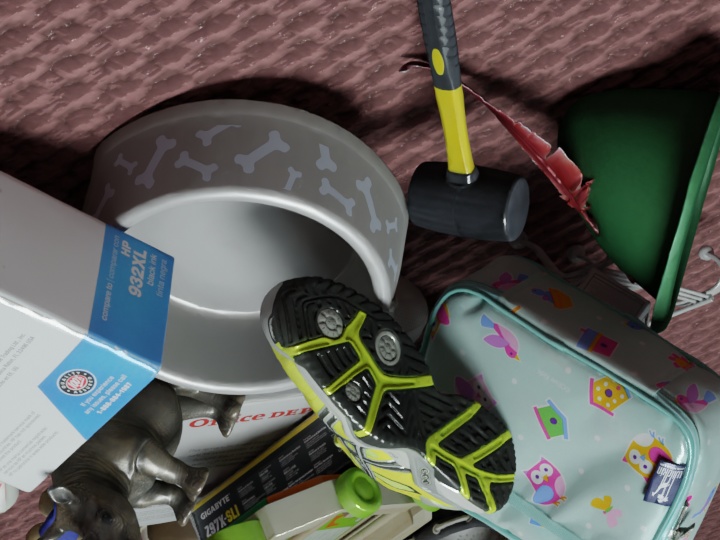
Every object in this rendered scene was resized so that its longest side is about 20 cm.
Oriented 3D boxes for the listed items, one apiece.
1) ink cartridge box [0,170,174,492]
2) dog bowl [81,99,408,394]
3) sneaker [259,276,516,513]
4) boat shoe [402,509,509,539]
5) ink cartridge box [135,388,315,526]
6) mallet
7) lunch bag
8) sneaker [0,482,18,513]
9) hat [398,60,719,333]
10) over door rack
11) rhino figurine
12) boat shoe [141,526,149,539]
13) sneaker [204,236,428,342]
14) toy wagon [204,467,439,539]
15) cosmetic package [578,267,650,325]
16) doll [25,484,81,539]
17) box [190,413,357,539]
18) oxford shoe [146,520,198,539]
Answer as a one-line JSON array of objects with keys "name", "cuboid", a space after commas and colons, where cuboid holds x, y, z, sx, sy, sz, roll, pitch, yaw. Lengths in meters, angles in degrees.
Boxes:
[{"name": "ink cartridge box", "cuboid": [-0.220, 0.017, 0.886, 0.199, 0.084, 0.145, 28, 134, -26]}, {"name": "dog bowl", "cuboid": [-0.070, -0.004, 0.965, 0.199, 0.059, 0.201, -1, 139, -1]}, {"name": "sneaker", "cuboid": [0.004, 0.080, 0.965, 0.076, 0.076, 0.200, -13, 132, 41]}, {"name": "boat shoe", "cuboid": [0.054, 0.210, 1.236, 0.074, 0.061, 0.200, 27, 133, -19]}, {"name": "ink cartridge box", "cuboid": [-0.101, 0.099, 1.194, 0.145, 0.085, 0.200, -5, 151, -29]}, {"name": "mallet", "cuboid": [0.056, -0.092, 0.903, 0.066, 0.041, 0.201, 16, 140, 18]}, {"name": "lunch bag", "cuboid": [0.122, 0.101, 1.029, 0.077, 0.200, 0.161, -23, 139, -50]}, {"name": "sneaker", "cuboid": [-0.236, 0.102, 1.099, 0.077, 0.100, 0.200, -6, 152, -23]}, {"name": "hat", "cuboid": [0.126, -0.073, 1.045, 0.175, 0.166, 0.201, 16, 137, 12]}, {"name": "over door rack", "cuboid": [0.143, 0.025, 1.223, 0.147, 0.067, 0.200, 13, 140, -44]}, {"name": "rhino figurine", "cuboid": [-0.132, 0.112, 0.985, 0.087, 0.200, 0.060, 25, 123, -1]}, {"name": "boat shoe", "cuboid": [-0.103, 0.234, 1.479, 0.199, 0.070, 0.074, 3, 147, -36]}, {"name": "sneaker", "cuboid": [0.000, 0.000, 1.078, 0.115, 0.074, 0.199, -32, 150, 34]}, {"name": "toy wagon", "cuboid": [-0.039, 0.177, 1.135, 0.199, 0.040, 0.155, 4, 145, -47]}, {"name": "cosmetic package", "cuboid": [0.157, 0.083, 1.171, 0.083, 0.051, 0.200, -51, 159, -16]}, {"name": "doll", "cuboid": [-0.180, 0.093, 1.084, 0.048, 0.137, 0.201, 11, 122, -3]}, {"name": "box", "cuboid": [0.001, 0.138, 1.200, 0.200, 0.050, 0.159, -39, 152, 31]}, {"name": "oxford shoe", "cuboid": [-0.079, 0.224, 1.370, 0.199, 0.085, 0.073, 21, 174, -9]}]
